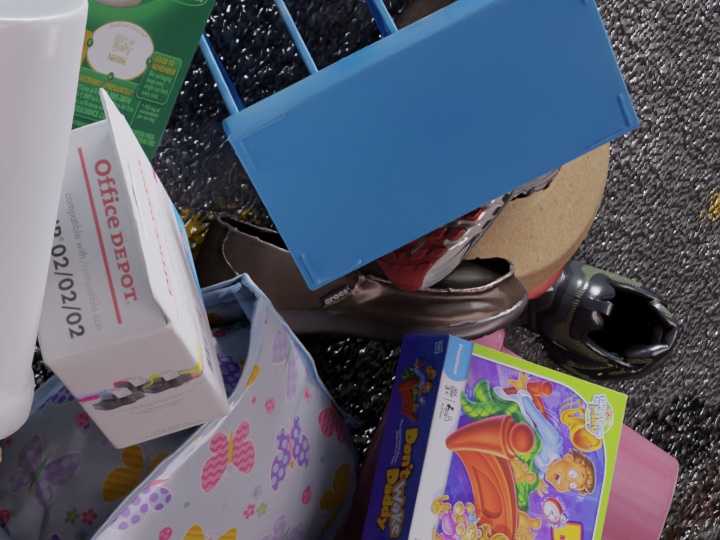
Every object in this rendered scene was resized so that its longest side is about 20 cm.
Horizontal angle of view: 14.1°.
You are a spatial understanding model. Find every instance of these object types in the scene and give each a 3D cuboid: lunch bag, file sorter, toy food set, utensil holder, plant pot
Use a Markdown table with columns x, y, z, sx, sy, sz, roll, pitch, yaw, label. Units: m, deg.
| x | y | z | sx | sy | sz | roll | pitch | yaw | label |
| --- | --- | --- | --- | --- | --- | --- | --- | --- | --- |
| -0.103 | 0.114 | 1.606 | 0.200 | 0.127 | 0.170 | -43 | 142 | -9 | lunch bag |
| 0.022 | -0.112 | 1.555 | 0.200 | 0.123 | 0.139 | -27 | 139 | 0 | file sorter |
| 0.072 | -0.075 | 1.732 | 0.198 | 0.049 | 0.200 | 42 | 66 | -30 | toy food set |
| -0.217 | -0.041 | 1.320 | 0.170 | 0.170 | 0.201 | -9 | 117 | -49 | utensil holder |
| 0.087 | 0.140 | 1.755 | 0.200 | 0.178 | 0.201 | 21 | 90 | -89 | plant pot |

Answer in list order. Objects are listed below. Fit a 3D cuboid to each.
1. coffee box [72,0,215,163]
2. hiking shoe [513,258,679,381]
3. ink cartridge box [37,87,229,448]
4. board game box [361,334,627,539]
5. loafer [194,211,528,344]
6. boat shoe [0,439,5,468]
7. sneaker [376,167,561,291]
| x | y | z | sx | sy | sz | roll | pitch | yaw | label |
| --- | --- | --- | --- | --- | --- | --- | --- | --- | --- |
| -0.122 | -0.153 | 1.444 | 0.123 | 0.044 | 0.201 | 12 | 103 | -51 | coffee box |
| 0.171 | 0.043 | 1.933 | 0.200 | 0.101 | 0.076 | 23 | 94 | -55 | hiking shoe |
| -0.125 | 0.002 | 1.441 | 0.068 | 0.115 | 0.200 | -16 | 160 | 2 | ink cartridge box |
| 0.068 | 0.149 | 1.614 | 0.134 | 0.045 | 0.201 | 19 | 78 | -34 | board game box |
| 0.000 | 0.000 | 1.643 | 0.199 | 0.073 | 0.071 | 1 | 104 | -13 | loafer |
| -0.198 | 0.066 | 1.444 | 0.071 | 0.091 | 0.201 | 23 | 79 | -25 | boat shoe |
| 0.078 | -0.061 | 1.642 | 0.200 | 0.078 | 0.082 | -53 | 140 | -27 | sneaker |
